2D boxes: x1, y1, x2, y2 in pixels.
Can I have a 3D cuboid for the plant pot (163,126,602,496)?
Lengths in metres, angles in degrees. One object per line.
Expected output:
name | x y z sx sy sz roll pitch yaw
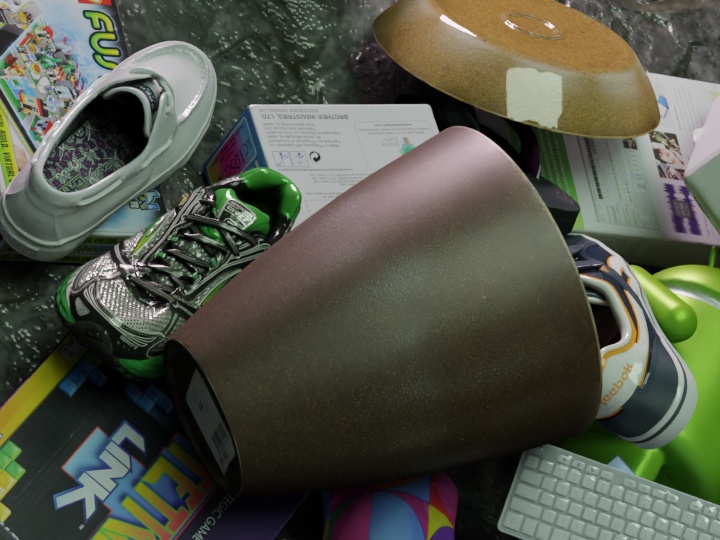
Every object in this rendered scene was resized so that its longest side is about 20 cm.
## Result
plant pot | 0.000 0.043 1.555 0.199 0.187 0.187 -23 71 -20

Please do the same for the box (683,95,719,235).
box | 0.324 -0.043 1.834 0.200 0.130 0.199 54 20 -7

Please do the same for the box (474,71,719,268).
box | 0.175 -0.072 1.906 0.199 0.036 0.145 8 55 -28

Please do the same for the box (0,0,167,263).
box | -0.187 -0.098 1.706 0.110 0.035 0.201 2 58 -30

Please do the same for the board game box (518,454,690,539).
board game box | 0.155 0.231 1.621 0.151 0.037 0.200 -40 80 -4

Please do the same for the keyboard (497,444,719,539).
keyboard | 0.180 0.155 1.610 0.199 0.011 0.057 20 79 5

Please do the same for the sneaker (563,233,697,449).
sneaker | 0.126 0.024 1.665 0.079 0.079 0.200 32 11 -33

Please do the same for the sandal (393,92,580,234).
sandal | 0.085 -0.080 1.785 0.075 0.048 0.200 10 18 -30

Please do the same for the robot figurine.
robot figurine | 0.191 0.079 1.742 0.200 0.115 0.176 -54 130 -35

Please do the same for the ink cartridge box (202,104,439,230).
ink cartridge box | 0.000 0.000 1.720 0.136 0.076 0.201 -2 58 -30

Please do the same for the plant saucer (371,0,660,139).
plant saucer | 0.107 -0.145 1.847 0.199 0.036 0.200 16 23 -7

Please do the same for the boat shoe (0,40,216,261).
boat shoe | -0.140 -0.085 1.653 0.072 0.069 0.200 45 47 5

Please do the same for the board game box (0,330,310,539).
board game box | -0.141 0.135 1.553 0.165 0.057 0.200 39 47 0

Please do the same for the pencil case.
pencil case | 0.007 0.198 1.579 0.088 0.088 0.201 23 48 -15

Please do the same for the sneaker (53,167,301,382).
sneaker | -0.102 -0.008 1.594 0.078 0.085 0.200 41 35 2
